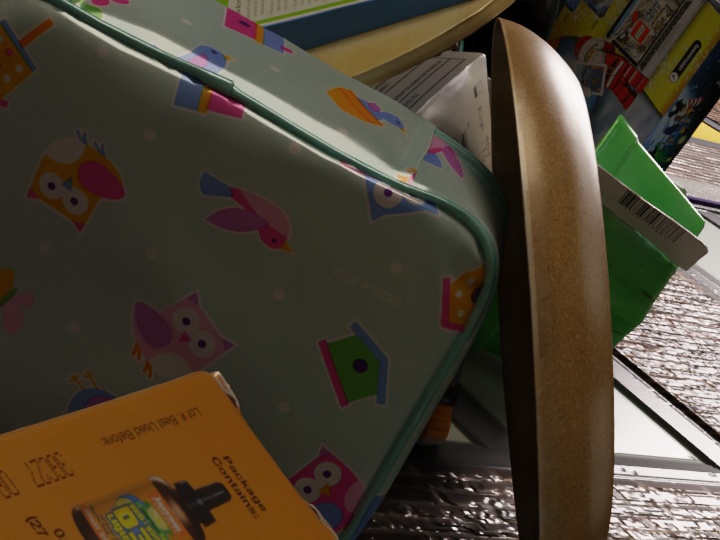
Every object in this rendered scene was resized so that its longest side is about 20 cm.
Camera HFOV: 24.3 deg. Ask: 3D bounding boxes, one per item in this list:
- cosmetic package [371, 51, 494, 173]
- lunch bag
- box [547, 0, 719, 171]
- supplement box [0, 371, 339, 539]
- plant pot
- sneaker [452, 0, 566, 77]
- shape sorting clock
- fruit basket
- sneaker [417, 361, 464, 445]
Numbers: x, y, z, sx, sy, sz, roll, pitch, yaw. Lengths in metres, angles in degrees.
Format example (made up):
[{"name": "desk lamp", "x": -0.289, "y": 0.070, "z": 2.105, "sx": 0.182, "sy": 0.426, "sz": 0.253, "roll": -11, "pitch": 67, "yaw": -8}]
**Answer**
[{"name": "cosmetic package", "x": -0.056, "y": -0.043, "z": 0.663, "sx": 0.199, "sy": 0.071, "sz": 0.105, "roll": 7, "pitch": 30, "yaw": 27}, {"name": "lunch bag", "x": -0.066, "y": -0.001, "z": 0.534, "sx": 0.199, "sy": 0.161, "sz": 0.077, "roll": 28, "pitch": 22, "yaw": 1}, {"name": "box", "x": 0.103, "y": -0.090, "z": 0.868, "sx": 0.038, "sy": 0.200, "sz": 0.137, "roll": 2, "pitch": 42, "yaw": -46}, {"name": "supplement box", "x": -0.086, "y": 0.080, "z": 0.391, "sx": 0.067, "sy": 0.069, "sz": 0.200, "roll": 53, "pitch": 27, "yaw": 12}, {"name": "plant pot", "x": 0.064, "y": 0.014, "z": 0.570, "sx": 0.027, "sy": 0.201, "sz": 0.200, "roll": -4, "pitch": 18, "yaw": 2}, {"name": "sneaker", "x": 0.033, "y": -0.098, "z": 0.838, "sx": 0.075, "sy": 0.200, "sz": 0.079, "roll": 30, "pitch": 36, "yaw": -15}, {"name": "shape sorting clock", "x": -0.022, "y": -0.105, "z": 0.639, "sx": 0.199, "sy": 0.039, "sz": 0.200, "roll": -11, "pitch": 32, "yaw": 7}, {"name": "fruit basket", "x": 0.054, "y": -0.044, "z": 0.772, "sx": 0.200, "sy": 0.094, "sz": 0.185, "roll": 42, "pitch": -21, "yaw": 7}, {"name": "sneaker", "x": 0.000, "y": 0.000, "z": 0.736, "sx": 0.078, "sy": 0.077, "sz": 0.200, "roll": 10, "pitch": 19, "yaw": -28}]
